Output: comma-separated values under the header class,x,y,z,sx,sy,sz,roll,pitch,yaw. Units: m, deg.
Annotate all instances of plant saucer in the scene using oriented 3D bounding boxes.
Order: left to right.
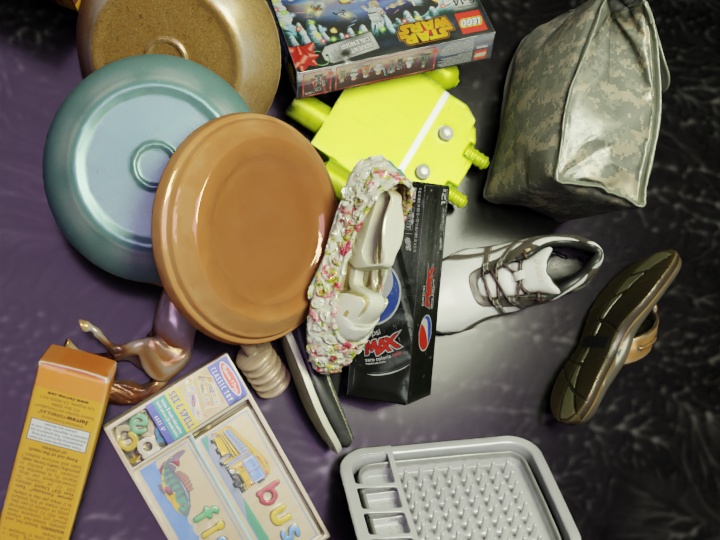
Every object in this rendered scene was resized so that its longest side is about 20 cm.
class,x,y,z,sx,sy,sz,roll,pitch,yaw
plant saucer,-0.179,-0.090,1.087,0.197,0.036,0.203,0,91,-8
plant saucer,-0.171,-0.195,1.132,0.197,0.036,0.203,4,114,10
plant saucer,-0.088,-0.036,1.075,0.199,0.037,0.203,-2,93,-42

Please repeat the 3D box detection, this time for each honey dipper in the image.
class,x,y,z,sx,sy,sz,roll,pitch,yaw
honey dipper,-0.121,0.039,1.112,0.038,0.038,0.201,-41,129,-13

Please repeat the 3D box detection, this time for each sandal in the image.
class,x,y,z,sx,sy,sz,roll,pitch,yaw
sandal,0.257,0.070,1.217,0.054,0.082,0.201,35,76,-21

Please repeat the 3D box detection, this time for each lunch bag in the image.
class,x,y,z,sx,sy,sz,roll,pitch,yaw
lunch bag,0.209,-0.159,1.185,0.116,0.164,0.203,13,82,-18

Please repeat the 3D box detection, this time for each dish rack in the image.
class,x,y,z,sx,sy,sz,roll,pitch,yaw
dish rack,0.087,0.226,1.139,0.197,0.172,0.044,-4,122,-10

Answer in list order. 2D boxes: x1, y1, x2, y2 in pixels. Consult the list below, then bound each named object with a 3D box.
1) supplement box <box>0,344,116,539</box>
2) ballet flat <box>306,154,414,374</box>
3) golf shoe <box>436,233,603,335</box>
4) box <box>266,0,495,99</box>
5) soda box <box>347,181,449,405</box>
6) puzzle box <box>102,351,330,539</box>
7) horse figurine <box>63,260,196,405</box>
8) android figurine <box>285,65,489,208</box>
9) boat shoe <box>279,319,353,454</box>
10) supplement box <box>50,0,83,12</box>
class,x,y,z,sx,sy,sz,roll,pitch,yaw
supplement box,-0.269,0.172,1.083,0.068,0.067,0.203,14,98,-7
ballet flat,0.000,0.000,1.086,0.075,0.064,0.203,5,101,-41
golf shoe,0.140,0.005,1.194,0.198,0.094,0.079,-20,88,-11
box,0.014,-0.247,1.200,0.198,0.040,0.138,-14,60,-12
soda box,0.035,0.018,1.154,0.063,0.071,0.203,6,95,23
puzzle box,-0.130,0.194,1.143,0.132,0.025,0.201,-31,97,-13
horse figurine,-0.187,0.042,1.135,0.131,0.050,0.202,23,95,-18
android figurine,0.031,-0.137,1.219,0.199,0.041,0.183,34,78,-3
boat shoe,-0.040,0.070,1.163,0.067,0.072,0.202,-18,84,-11
supplement box,-0.326,-0.356,1.082,0.198,0.197,0.134,23,79,5
